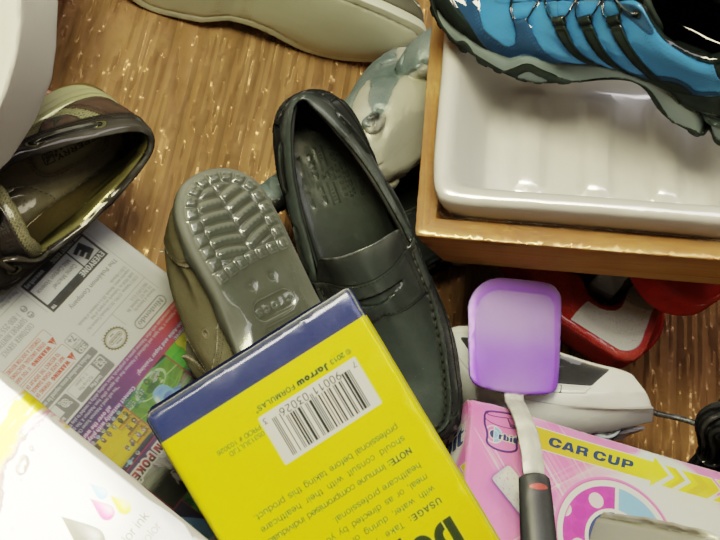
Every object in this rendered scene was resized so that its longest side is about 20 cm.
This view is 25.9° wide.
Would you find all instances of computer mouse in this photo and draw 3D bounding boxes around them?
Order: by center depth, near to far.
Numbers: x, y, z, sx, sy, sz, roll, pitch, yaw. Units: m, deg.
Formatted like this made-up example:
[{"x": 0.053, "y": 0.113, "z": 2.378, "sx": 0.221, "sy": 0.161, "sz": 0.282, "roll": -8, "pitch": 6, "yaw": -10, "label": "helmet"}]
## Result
[{"x": 0.128, "y": 0.085, "z": 0.904, "sx": 0.198, "sy": 0.110, "sz": 0.044, "roll": 15, "pitch": 63, "yaw": -1, "label": "computer mouse"}]

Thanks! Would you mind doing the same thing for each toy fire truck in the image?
[{"x": 0.145, "y": -0.048, "z": 0.959, "sx": 0.167, "sy": 0.112, "sz": 0.201, "roll": 32, "pitch": 62, "yaw": -5, "label": "toy fire truck"}]

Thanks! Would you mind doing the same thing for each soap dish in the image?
[{"x": 0.133, "y": -0.071, "z": 0.873, "sx": 0.198, "sy": 0.081, "sz": 0.159, "roll": 5, "pitch": 61, "yaw": 2, "label": "soap dish"}]

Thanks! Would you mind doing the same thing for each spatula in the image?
[{"x": 0.088, "y": 0.096, "z": 0.828, "sx": 0.056, "sy": 0.021, "sz": 0.202, "roll": 7, "pitch": 58, "yaw": -16, "label": "spatula"}]

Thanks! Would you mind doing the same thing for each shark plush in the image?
[{"x": -0.006, "y": -0.073, "z": 0.941, "sx": 0.083, "sy": 0.091, "sz": 0.200, "roll": 17, "pitch": 54, "yaw": 37, "label": "shark plush"}]

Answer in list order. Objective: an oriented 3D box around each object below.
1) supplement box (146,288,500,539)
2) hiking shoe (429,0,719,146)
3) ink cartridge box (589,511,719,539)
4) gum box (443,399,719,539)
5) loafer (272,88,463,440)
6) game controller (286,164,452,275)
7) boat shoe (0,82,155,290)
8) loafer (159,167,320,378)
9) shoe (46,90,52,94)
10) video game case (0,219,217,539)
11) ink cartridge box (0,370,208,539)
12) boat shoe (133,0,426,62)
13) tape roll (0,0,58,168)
[{"x": -0.005, "y": 0.124, "z": 0.729, "sx": 0.109, "sy": 0.109, "sz": 0.201, "roll": -31, "pitch": 90, "yaw": -8, "label": "supplement box"}, {"x": 0.131, "y": -0.137, "z": 0.813, "sx": 0.198, "sy": 0.087, "sz": 0.075, "roll": 18, "pitch": 62, "yaw": 10, "label": "hiking shoe"}, {"x": 0.137, "y": 0.225, "z": 0.730, "sx": 0.083, "sy": 0.145, "sz": 0.202, "roll": 23, "pitch": 81, "yaw": -10, "label": "ink cartridge box"}, {"x": 0.134, "y": 0.160, "z": 0.865, "sx": 0.198, "sy": 0.066, "sz": 0.114, "roll": 17, "pitch": 55, "yaw": -13, "label": "gum box"}, {"x": 0.000, "y": 0.000, "z": 0.836, "sx": 0.067, "sy": 0.070, "sz": 0.202, "roll": -21, "pitch": 85, "yaw": 5, "label": "loafer"}, {"x": 0.046, "y": -0.055, "z": 0.988, "sx": 0.199, "sy": 0.042, "sz": 0.104, "roll": -25, "pitch": 58, "yaw": -34, "label": "game controller"}, {"x": -0.192, "y": -0.028, "z": 0.813, "sx": 0.200, "sy": 0.065, "sz": 0.074, "roll": -45, "pitch": 126, "yaw": -22, "label": "boat shoe"}, {"x": -0.050, "y": 0.046, "z": 0.832, "sx": 0.075, "sy": 0.070, "sz": 0.202, "roll": -17, "pitch": 84, "yaw": -30, "label": "loafer"}, {"x": -0.217, "y": -0.091, "z": 0.854, "sx": 0.198, "sy": 0.091, "sz": 0.072, "roll": 8, "pitch": 57, "yaw": -19, "label": "shoe"}, {"x": -0.138, "y": 0.083, "z": 0.824, "sx": 0.182, "sy": 0.023, "sz": 0.200, "roll": 37, "pitch": 51, "yaw": 2, "label": "video game case"}, {"x": -0.174, "y": 0.138, "z": 0.677, "sx": 0.199, "sy": 0.146, "sz": 0.147, "roll": 38, "pitch": 67, "yaw": 3, "label": "ink cartridge box"}, {"x": -0.050, "y": -0.186, "z": 1.001, "sx": 0.200, "sy": 0.072, "sz": 0.061, "roll": 12, "pitch": 60, "yaw": -12, "label": "boat shoe"}, {"x": -0.248, "y": -0.121, "z": 0.749, "sx": 0.200, "sy": 0.071, "sz": 0.205, "roll": 0, "pitch": 92, "yaw": 4, "label": "tape roll"}]
